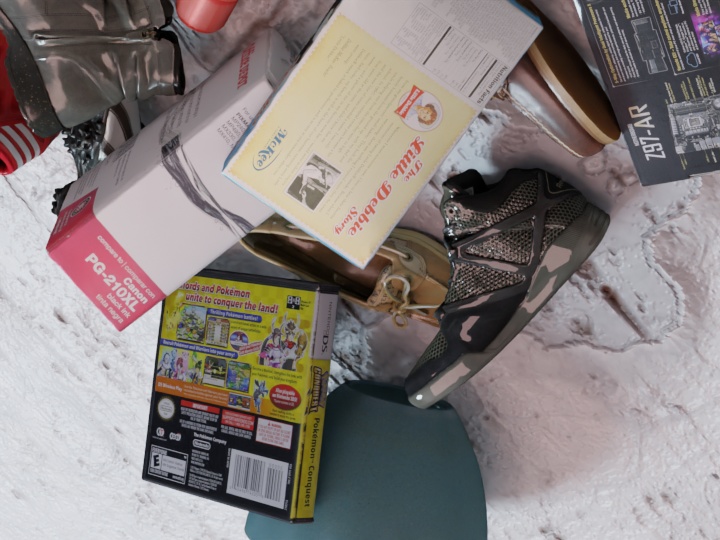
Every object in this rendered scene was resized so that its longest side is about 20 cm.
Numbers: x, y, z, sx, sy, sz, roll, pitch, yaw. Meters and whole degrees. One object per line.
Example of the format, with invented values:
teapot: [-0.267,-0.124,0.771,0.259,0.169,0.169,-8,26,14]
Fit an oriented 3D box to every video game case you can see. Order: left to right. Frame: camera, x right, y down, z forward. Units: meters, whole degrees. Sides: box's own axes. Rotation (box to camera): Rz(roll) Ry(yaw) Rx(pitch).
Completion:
video game case: [-0.099,0.093,1.292,0.199,0.025,0.182,6,90,47]

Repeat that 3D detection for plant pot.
plant pot: [0.016,0.165,1.319,0.199,0.200,0.136,14,95,15]

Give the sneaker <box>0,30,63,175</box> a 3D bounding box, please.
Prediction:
sneaker: [-0.292,-0.164,1.237,0.078,0.116,0.201,-11,120,31]

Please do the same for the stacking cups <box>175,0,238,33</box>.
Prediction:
stacking cups: [-0.080,-0.243,1.115,0.060,0.061,0.200,34,132,-3]

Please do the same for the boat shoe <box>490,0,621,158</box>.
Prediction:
boat shoe: [0.093,-0.153,1.098,0.070,0.070,0.200,-37,95,27]

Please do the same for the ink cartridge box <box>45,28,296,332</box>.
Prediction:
ink cartridge box: [-0.116,-0.068,1.163,0.200,0.145,0.084,-37,108,11]

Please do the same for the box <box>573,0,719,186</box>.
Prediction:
box: [0.229,-0.159,1.048,0.159,0.044,0.201,-10,120,30]

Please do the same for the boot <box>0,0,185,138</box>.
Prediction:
boot: [-0.208,-0.206,1.187,0.130,0.068,0.201,-20,98,6]

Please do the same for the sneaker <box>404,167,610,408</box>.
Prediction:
sneaker: [0.079,0.003,1.195,0.114,0.076,0.200,40,106,2]

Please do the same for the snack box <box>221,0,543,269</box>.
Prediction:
snack box: [0.012,-0.113,1.052,0.116,0.037,0.200,34,106,-11]

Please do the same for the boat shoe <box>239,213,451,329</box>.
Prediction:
boat shoe: [0.000,0.000,1.263,0.199,0.063,0.074,23,131,6]

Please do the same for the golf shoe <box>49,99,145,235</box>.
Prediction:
golf shoe: [-0.186,-0.093,1.282,0.094,0.078,0.201,-1,115,-29]
